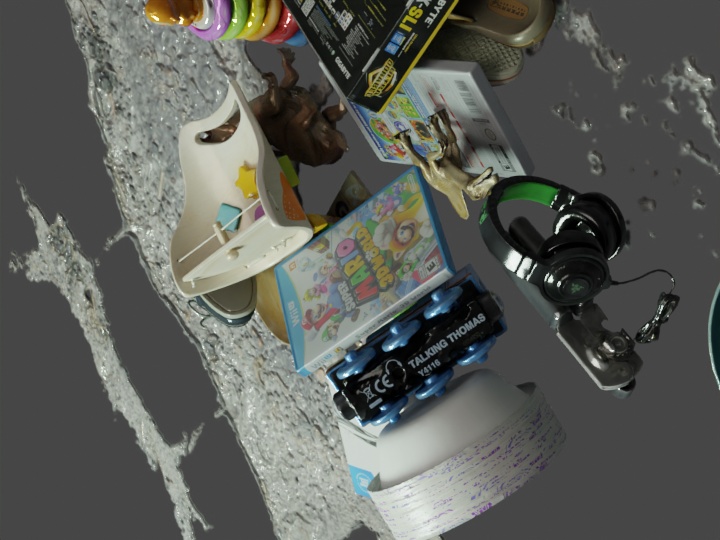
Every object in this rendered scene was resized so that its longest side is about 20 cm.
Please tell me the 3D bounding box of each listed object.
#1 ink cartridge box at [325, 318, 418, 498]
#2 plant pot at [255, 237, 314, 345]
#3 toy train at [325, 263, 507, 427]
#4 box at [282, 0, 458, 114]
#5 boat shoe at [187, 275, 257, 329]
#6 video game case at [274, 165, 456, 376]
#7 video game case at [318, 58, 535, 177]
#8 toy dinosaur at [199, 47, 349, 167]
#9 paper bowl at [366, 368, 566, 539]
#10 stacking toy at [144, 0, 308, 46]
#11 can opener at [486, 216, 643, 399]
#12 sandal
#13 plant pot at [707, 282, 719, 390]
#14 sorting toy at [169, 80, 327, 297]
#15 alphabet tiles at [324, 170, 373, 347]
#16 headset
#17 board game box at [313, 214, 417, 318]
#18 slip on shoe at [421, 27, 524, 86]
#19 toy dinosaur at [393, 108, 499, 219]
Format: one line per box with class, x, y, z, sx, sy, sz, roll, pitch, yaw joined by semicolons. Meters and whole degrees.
ink cartridge box;0.032;0.154;1.573;0.115;0.066;0.203;9;121;44
plant pot;-0.092;-0.015;1.650;0.200;0.027;0.203;39;137;49
toy train;0.058;0.079;1.443;0.199;0.114;0.087;-35;97;9
box;0.010;-0.269;1.368;0.160;0.049;0.201;-53;41;21
boat shoe;-0.173;0.021;1.719;0.200;0.074;0.063;42;139;50
video game case;0.000;0.000;1.480;0.199;0.018;0.144;-35;47;22
video game case;0.064;-0.153;1.418;0.198;0.018;0.144;11;148;43
toy dinosaur;-0.073;-0.149;1.569;0.199;0.085;0.137;30;125;29
paper bowl;0.095;0.173;1.429;0.200;0.200;0.105;-28;94;48
stacking toy;-0.143;-0.279;1.499;0.116;0.199;0.111;34;128;30
can opener;0.193;0.040;1.388;0.201;0.053;0.067;52;159;26
sandal;0.091;-0.260;1.354;0.198;0.054;0.081;23;91;36
plant pot;0.392;0.048;1.127;0.199;0.134;0.203;20;120;40
sorting toy;-0.132;-0.096;1.535;0.199;0.106;0.182;-32;76;48
alphabet tiles;0.016;0.018;1.587;0.201;0.007;0.168;54;139;20
headset;0.197;-0.008;1.325;0.198;0.124;0.095;28;132;6
board game box;0.004;-0.004;1.563;0.199;0.030;0.097;10;114;46
slip on shoe;0.076;-0.204;1.412;0.198;0.075;0.061;9;148;37
toy dinosaur;0.077;-0.094;1.368;0.102;0.058;0.200;63;175;-4
